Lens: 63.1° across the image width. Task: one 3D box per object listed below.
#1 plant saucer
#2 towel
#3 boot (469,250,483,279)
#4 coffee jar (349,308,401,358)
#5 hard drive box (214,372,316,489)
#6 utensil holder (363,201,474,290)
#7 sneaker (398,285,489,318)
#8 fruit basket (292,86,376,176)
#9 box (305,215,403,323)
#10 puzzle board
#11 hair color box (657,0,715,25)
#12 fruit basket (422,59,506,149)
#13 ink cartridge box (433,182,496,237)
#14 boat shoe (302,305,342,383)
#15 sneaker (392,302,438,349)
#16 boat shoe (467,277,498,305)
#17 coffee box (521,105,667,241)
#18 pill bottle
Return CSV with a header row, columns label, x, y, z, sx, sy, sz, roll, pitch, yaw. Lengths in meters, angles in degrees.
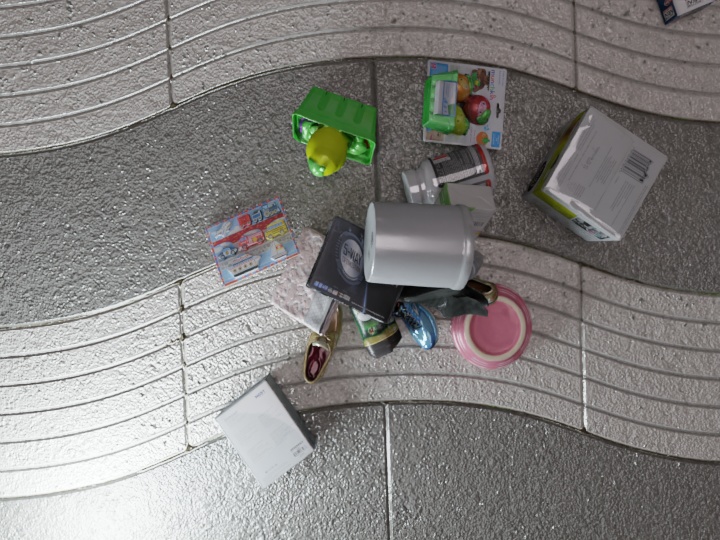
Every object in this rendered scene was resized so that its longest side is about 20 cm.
label,x,y,z,sx,sy,sz,roll,pitch,yaw
plant saucer,0.315,0.135,1.397,0.194,0.051,0.207,0,91,0
towel,-0.109,0.021,1.349,0.189,0.032,0.204,27,91,37
boot,0.183,-0.013,1.343,0.195,0.095,0.076,4,107,27
coffee jar,0.026,0.096,1.365,0.084,0.104,0.205,-23,93,16
hard drive box,-0.221,0.376,1.385,0.154,0.077,0.202,-35,92,0
utensil holder,0.112,-0.053,1.183,0.194,0.170,0.176,4,92,-8
sneaker,0.178,0.067,1.296,0.195,0.061,0.106,-11,128,25
fruit basket,-0.065,-0.288,1.326,0.208,0.156,0.223,1,78,-5
box,0.000,0.000,1.265,0.196,0.043,0.164,26,82,-9
puzzle board,-0.256,-0.070,1.382,0.195,0.017,0.154,-23,76,1
hair color box,0.736,-0.697,1.370,0.098,0.061,0.205,-20,91,0
fruit basket,0.244,-0.385,1.360,0.193,0.094,0.192,5,92,-4
ink cartridge box,0.212,-0.107,1.336,0.114,0.201,0.069,3,57,-16
boat shoe,-0.088,0.172,1.385,0.072,0.066,0.206,14,92,-1
sneaker,0.105,0.100,1.364,0.078,0.089,0.203,-35,86,36
boat shoe,0.219,0.038,1.360,0.194,0.068,0.077,1,75,18
coffee box,0.513,-0.205,1.314,0.197,0.198,0.203,32,92,1
pill bottle,0.201,-0.210,1.352,0.194,0.116,0.119,-16,92,0
